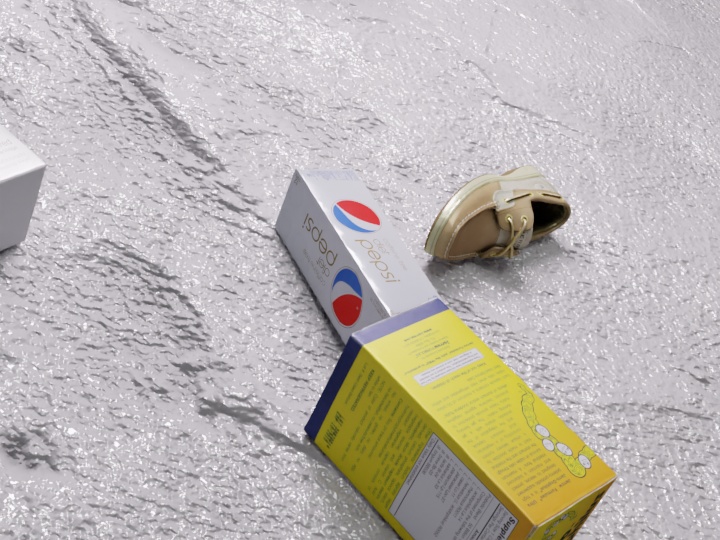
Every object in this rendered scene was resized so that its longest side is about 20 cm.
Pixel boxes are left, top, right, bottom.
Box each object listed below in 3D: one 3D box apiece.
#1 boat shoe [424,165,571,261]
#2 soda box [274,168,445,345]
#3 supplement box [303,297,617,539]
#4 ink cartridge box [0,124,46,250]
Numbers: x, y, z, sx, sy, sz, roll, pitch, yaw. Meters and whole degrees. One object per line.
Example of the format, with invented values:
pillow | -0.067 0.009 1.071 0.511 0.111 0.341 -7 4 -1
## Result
boat shoe | 0.135 -0.049 1.430 0.066 0.074 0.199 36 37 22
soda box | 0.000 0.000 1.286 0.063 0.068 0.201 -1 42 -32
supplement box | 0.072 0.136 1.137 0.109 0.109 0.200 -20 57 -45
ink cartridge box | -0.365 -0.090 1.160 0.200 0.085 0.144 39 38 17
